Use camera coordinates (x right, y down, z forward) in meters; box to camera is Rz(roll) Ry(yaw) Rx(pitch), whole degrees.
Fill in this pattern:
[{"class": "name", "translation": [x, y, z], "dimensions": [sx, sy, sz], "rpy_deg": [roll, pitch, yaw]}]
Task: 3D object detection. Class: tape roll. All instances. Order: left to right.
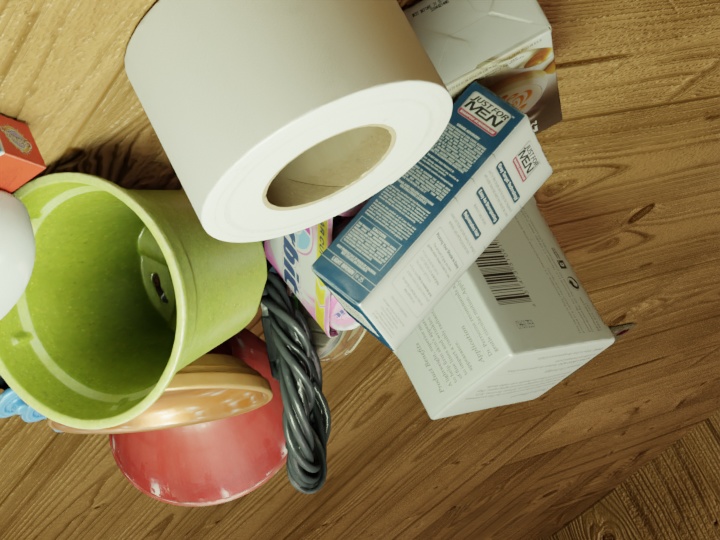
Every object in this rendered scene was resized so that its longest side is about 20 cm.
[{"class": "tape roll", "translation": [-0.052, -0.130, 1.318], "dimensions": [0.203, 0.139, 0.203], "rpy_deg": [-25, 161, -9]}]

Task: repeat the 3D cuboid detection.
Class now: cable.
[{"class": "cable", "translation": [-0.053, 0.098, 1.618], "dimensions": [0.051, 0.200, 0.163], "rpy_deg": [-8, 177, -4]}]

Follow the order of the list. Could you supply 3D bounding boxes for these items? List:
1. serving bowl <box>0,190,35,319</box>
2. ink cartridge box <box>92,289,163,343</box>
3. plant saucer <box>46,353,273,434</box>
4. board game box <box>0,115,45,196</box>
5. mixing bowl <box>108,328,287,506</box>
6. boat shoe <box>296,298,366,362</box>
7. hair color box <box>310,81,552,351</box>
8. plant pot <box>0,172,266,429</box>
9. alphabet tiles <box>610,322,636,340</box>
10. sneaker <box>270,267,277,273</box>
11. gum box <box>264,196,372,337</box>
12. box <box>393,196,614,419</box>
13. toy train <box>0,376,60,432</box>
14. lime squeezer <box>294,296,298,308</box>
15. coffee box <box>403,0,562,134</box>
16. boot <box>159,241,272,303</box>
[{"class": "serving bowl", "translation": [-0.322, 0.021, 1.326], "dimensions": [0.200, 0.066, 0.200], "rpy_deg": [-26, 162, -9]}, {"class": "ink cartridge box", "translation": [-0.210, 0.050, 1.644], "dimensions": [0.037, 0.095, 0.200], "rpy_deg": [-28, 162, 9]}, {"class": "plant saucer", "translation": [-0.178, 0.108, 1.615], "dimensions": [0.200, 0.038, 0.200], "rpy_deg": [-7, 167, -2]}, {"class": "board game box", "translation": [-0.342, -0.049, 1.278], "dimensions": [0.200, 0.040, 0.153], "rpy_deg": [-33, 161, 15]}, {"class": "mixing bowl", "translation": [-0.162, 0.118, 1.787], "dimensions": [0.200, 0.200, 0.108], "rpy_deg": [-25, 144, -8]}, {"class": "boat shoe", "translation": [0.000, 0.000, 1.761], "dimensions": [0.200, 0.076, 0.072], "rpy_deg": [-57, 148, -1]}, {"class": "hair color box", "translation": [0.059, -0.042, 1.454], "dimensions": [0.200, 0.061, 0.100], "rpy_deg": [-48, 151, -7]}, {"class": "plant pot", "translation": [-0.176, 0.009, 1.481], "dimensions": [0.200, 0.200, 0.184], "rpy_deg": [-38, 171, 29]}, {"class": "alphabet tiles", "translation": [0.303, 0.134, 2.756], "dimensions": [0.200, 0.008, 0.167], "rpy_deg": [-6, 152, -48]}, {"class": "sneaker", "translation": [-0.031, 0.024, 1.838], "dimensions": [0.078, 0.090, 0.200], "rpy_deg": [-30, 158, 4]}, {"class": "gum box", "translation": [-0.026, -0.049, 1.518], "dimensions": [0.066, 0.114, 0.200], "rpy_deg": [-21, 141, -22]}, {"class": "box", "translation": [0.127, 0.031, 1.913], "dimensions": [0.131, 0.199, 0.200], "rpy_deg": [-40, 159, 34]}, {"class": "toy train", "translation": [-0.277, 0.080, 1.662], "dimensions": [0.114, 0.087, 0.200], "rpy_deg": [-40, 158, 8]}, {"class": "lime squeezer", "translation": [-0.046, -0.008, 1.728], "dimensions": [0.038, 0.071, 0.200], "rpy_deg": [111, -1, -83]}, {"class": "coffee box", "translation": [0.101, -0.167, 1.532], "dimensions": [0.114, 0.080, 0.200], "rpy_deg": [-28, 162, 1]}, {"class": "boot", "translation": [-0.109, -0.013, 1.688], "dimensions": [0.200, 0.070, 0.132], "rpy_deg": [-43, 175, 13]}]
